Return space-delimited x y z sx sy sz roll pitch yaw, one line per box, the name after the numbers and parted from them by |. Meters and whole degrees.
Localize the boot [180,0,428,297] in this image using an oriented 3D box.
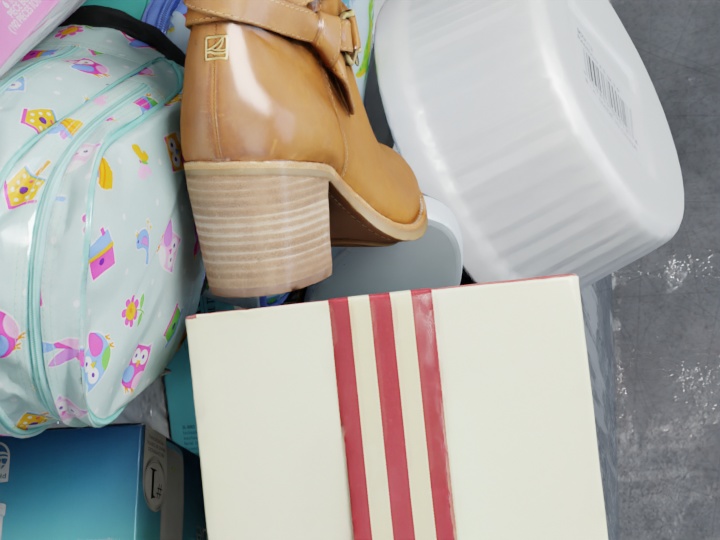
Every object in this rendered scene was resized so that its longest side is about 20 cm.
-0.025 -0.083 0.761 0.200 0.076 0.157 -25 113 -64 | boot

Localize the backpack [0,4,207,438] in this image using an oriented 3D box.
-0.128 -0.017 0.729 0.200 0.125 0.168 -50 137 -65 | backpack

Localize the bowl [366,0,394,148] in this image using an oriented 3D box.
-0.025 -0.132 1.153 0.201 0.090 0.203 -165 -90 -79 | bowl

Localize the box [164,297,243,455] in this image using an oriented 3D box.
-0.081 0.022 1.040 0.082 0.049 0.202 -32 116 -74 | box

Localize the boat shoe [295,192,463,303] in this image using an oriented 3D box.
0.000 0.000 0.943 0.201 0.070 0.092 117 -20 -51 | boat shoe

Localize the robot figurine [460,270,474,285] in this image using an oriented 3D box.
0.046 0.084 1.064 0.201 0.124 0.151 -81 160 -46 | robot figurine

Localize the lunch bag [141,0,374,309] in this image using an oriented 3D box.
-0.050 -0.091 0.904 0.200 0.082 0.162 -64 161 -54 | lunch bag

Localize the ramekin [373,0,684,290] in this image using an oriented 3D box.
0.101 -0.083 1.011 0.200 0.097 0.202 45 32 -38 | ramekin

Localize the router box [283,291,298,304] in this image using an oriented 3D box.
0.053 0.079 1.240 0.051 0.198 0.151 -48 132 -68 | router box

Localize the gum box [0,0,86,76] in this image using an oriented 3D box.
-0.146 -0.152 0.710 0.113 0.066 0.200 43 27 -10 | gum box

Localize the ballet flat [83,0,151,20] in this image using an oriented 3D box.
-0.128 -0.138 0.902 0.070 0.069 0.201 66 24 -52 | ballet flat

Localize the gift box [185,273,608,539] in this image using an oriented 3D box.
0.003 0.109 0.768 0.185 0.198 0.189 53 29 -84 | gift box

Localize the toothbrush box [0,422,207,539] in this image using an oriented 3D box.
-0.111 0.183 0.809 0.146 0.084 0.202 49 40 -65 | toothbrush box
